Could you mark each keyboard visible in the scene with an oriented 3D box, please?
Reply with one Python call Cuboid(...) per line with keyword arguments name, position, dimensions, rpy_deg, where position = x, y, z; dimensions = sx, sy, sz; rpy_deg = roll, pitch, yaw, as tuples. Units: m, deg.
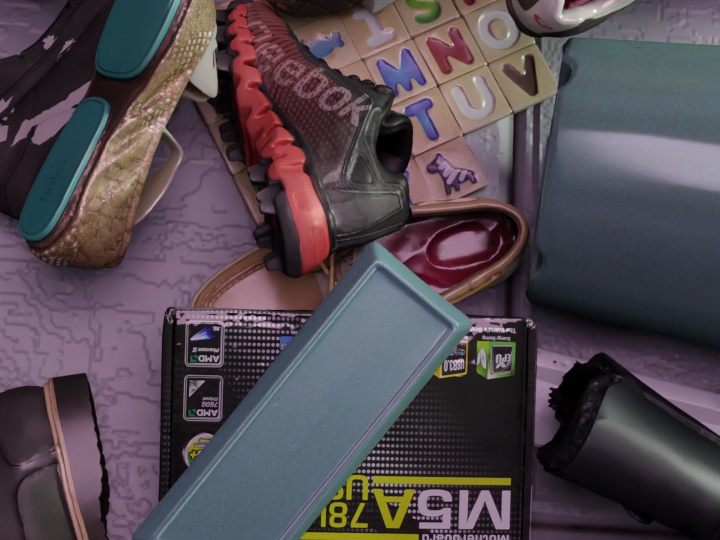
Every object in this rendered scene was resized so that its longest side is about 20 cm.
Cuboid(name="keyboard", position=(0.171, 0.090, 1.253), dimensions=(0.200, 0.011, 0.056), rpy_deg=(14, 77, -1))

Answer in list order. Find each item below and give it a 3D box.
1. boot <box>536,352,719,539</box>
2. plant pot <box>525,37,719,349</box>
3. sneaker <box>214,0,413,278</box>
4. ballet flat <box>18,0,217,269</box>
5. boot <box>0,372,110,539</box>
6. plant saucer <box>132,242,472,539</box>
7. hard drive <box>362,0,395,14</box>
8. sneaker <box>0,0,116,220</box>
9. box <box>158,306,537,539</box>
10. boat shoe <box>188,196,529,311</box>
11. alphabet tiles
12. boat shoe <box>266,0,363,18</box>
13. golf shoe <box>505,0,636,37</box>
Cuboid(name="boot", position=(0.171, 0.133, 1.144), dimensions=(0.168, 0.200, 0.076), rpy_deg=(29, 113, -11))
Cuboid(name="plant pot", position=(0.196, -0.041, 1.208), dimensions=(0.196, 0.200, 0.201), rpy_deg=(9, 72, 4))
Cuboid(name="sneaker", position=(-0.025, -0.081, 1.218), dimensions=(0.098, 0.071, 0.201), rpy_deg=(-13, 46, -9))
Cuboid(name="ballet flat", position=(-0.117, -0.091, 1.201), dimensions=(0.065, 0.070, 0.200), rpy_deg=(28, 89, -37))
Cuboid(name="boot", position=(-0.196, 0.160, 1.164), dimensions=(0.138, 0.078, 0.200), rpy_deg=(-9, 61, -5))
Cuboid(name="plant saucer", position=(-0.029, 0.083, 1.144), dimensions=(0.070, 0.019, 0.200), rpy_deg=(39, 89, -5))
Cuboid(name="hard drive", position=(0.001, -0.265, 1.328), dimensions=(0.132, 0.027, 0.200), rpy_deg=(-34, 78, -14))
Cuboid(name="sneaker", position=(-0.148, -0.108, 1.253), dimensions=(0.200, 0.076, 0.091), rpy_deg=(-44, 92, -9))
Cuboid(name="box", position=(-0.009, 0.118, 1.177), dimensions=(0.200, 0.048, 0.194), rpy_deg=(2, 89, -6))
Cuboid(name="boat shoe", position=(0.000, 0.000, 1.226), dimensions=(0.200, 0.066, 0.074), rpy_deg=(-21, 86, -12))
Cuboid(name="alphabet tiles", position=(0.008, -0.108, 1.295), dimensions=(0.200, 0.008, 0.167), rpy_deg=(-24, 77, -12))
Cuboid(name="boat shoe", position=(0.032, -0.209, 1.250), dimensions=(0.200, 0.075, 0.073), rpy_deg=(-19, 78, 2))
Cuboid(name="golf shoe", position=(0.167, -0.191, 1.200), dimensions=(0.200, 0.088, 0.077), rpy_deg=(-40, 109, 1))
